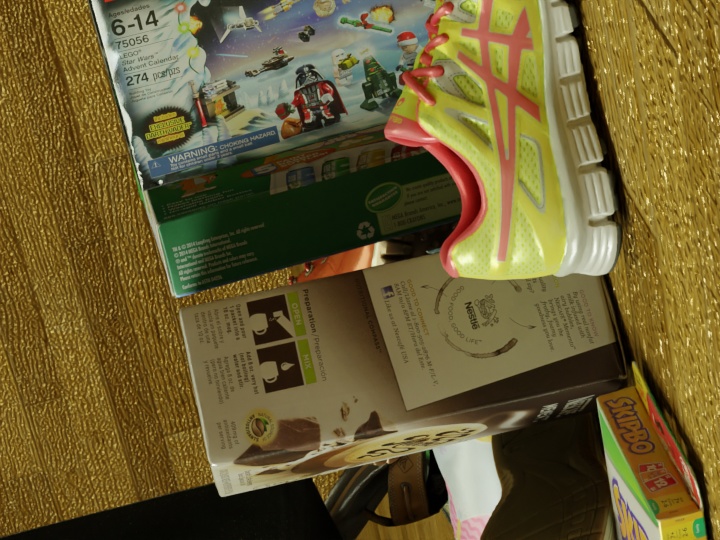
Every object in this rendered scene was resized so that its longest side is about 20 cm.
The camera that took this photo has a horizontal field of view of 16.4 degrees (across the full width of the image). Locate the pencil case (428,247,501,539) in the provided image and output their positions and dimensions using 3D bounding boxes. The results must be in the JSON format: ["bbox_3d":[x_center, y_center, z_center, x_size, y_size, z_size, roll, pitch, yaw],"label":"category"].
[{"bbox_3d":[0.073,0.083,1.385,0.091,0.083,0.202,-164,58,-71],"label":"pencil case"}]

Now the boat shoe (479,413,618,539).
[{"bbox_3d":[0.103,0.132,1.236,0.067,0.074,0.200,62,-162,-21],"label":"boat shoe"}]

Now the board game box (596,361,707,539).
[{"bbox_3d":[0.142,0.146,1.149,0.096,0.030,0.201,-112,11,-57],"label":"board game box"}]

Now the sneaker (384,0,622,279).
[{"bbox_3d":[0.050,-0.088,1.083,0.078,0.090,0.202,159,97,-87],"label":"sneaker"}]

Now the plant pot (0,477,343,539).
[{"bbox_3d":[-0.091,0.259,1.465,0.200,0.198,0.178,65,-168,-51],"label":"plant pot"}]

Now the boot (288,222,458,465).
[{"bbox_3d":[0.000,0.000,1.450,0.107,0.075,0.202,24,100,44],"label":"boot"}]

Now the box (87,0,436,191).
[{"bbox_3d":[-0.024,-0.126,1.158,0.040,0.198,0.138,-112,7,-53],"label":"box"}]

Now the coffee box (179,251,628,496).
[{"bbox_3d":[0.019,0.044,1.202,0.113,0.198,0.081,93,164,-78],"label":"coffee box"}]

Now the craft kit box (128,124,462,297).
[{"bbox_3d":[-0.016,-0.057,1.304,0.198,0.198,0.049,-126,21,-74],"label":"craft kit box"}]

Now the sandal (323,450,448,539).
[{"bbox_3d":[0.040,0.114,1.499,0.055,0.200,0.082,48,-158,12],"label":"sandal"}]

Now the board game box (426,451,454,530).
[{"bbox_3d":[0.061,0.129,1.596,0.201,0.023,0.105,59,168,-14],"label":"board game box"}]
